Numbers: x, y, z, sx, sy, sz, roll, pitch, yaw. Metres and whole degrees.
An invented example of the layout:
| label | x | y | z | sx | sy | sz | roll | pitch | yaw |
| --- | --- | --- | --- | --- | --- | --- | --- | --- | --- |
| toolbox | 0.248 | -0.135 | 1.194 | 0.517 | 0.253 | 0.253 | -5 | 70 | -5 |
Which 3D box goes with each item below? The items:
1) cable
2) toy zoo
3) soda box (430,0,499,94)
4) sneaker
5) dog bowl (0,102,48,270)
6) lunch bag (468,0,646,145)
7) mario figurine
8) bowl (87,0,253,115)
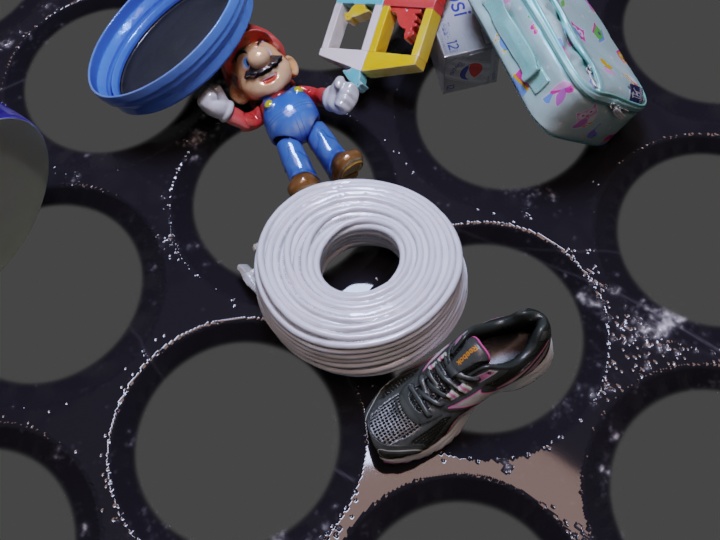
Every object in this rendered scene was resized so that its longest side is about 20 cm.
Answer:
| label | x | y | z | sx | sy | sz | roll | pitch | yaw |
| --- | --- | --- | --- | --- | --- | --- | --- | --- | --- |
| cable | 0.000 | 0.000 | 0.911 | 0.199 | 0.070 | 0.201 | -25 | 56 | -13 |
| toy zoo | 0.030 | -0.283 | 1.034 | 0.130 | 0.020 | 0.202 | 14 | 84 | 36 |
| soda box | 0.093 | -0.296 | 1.063 | 0.063 | 0.068 | 0.202 | -14 | 65 | -3 |
| sneaker | 0.087 | 0.090 | 0.872 | 0.199 | 0.087 | 0.080 | -35 | 67 | -13 |
| dog bowl | -0.381 | -0.069 | 0.897 | 0.078 | 0.200 | 0.201 | 28 | 68 | 11 |
| lunch bag | 0.194 | -0.221 | 0.973 | 0.077 | 0.160 | 0.201 | -39 | 65 | 30 |
| mario figurine | -0.082 | -0.170 | 0.986 | 0.123 | 0.106 | 0.201 | -18 | 69 | -45 |
| bowl | -0.195 | -0.245 | 1.014 | 0.199 | 0.039 | 0.202 | -21 | 47 | 24 |
